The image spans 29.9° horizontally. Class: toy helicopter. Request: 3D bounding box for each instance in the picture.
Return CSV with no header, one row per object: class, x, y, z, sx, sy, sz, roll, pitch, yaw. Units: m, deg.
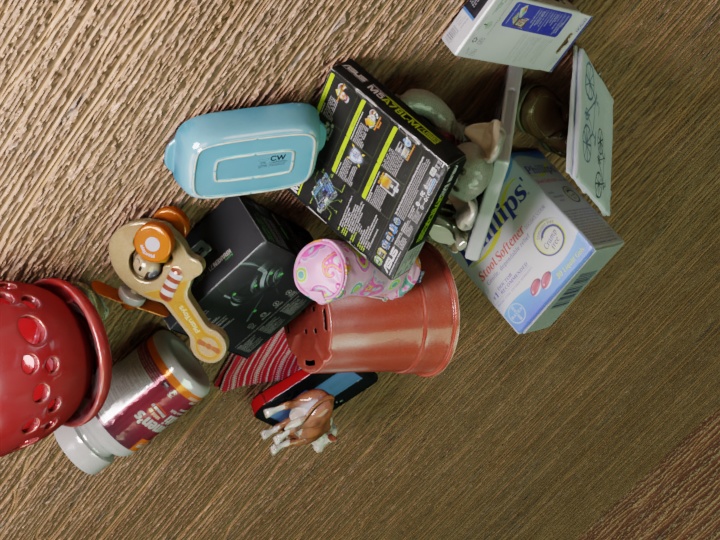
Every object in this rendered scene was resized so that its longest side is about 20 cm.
toy helicopter,-0.233,0.031,1.626,0.132,0.201,0.079,-30,-167,19

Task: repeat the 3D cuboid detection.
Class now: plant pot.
plant pot,-0.397,0.103,1.536,0.182,0.201,0.201,-15,146,-45
plant pot,0.006,0.062,1.914,0.194,0.201,0.201,-5,140,-29

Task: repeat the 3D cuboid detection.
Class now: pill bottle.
pill bottle,-0.310,0.180,1.824,0.200,0.110,0.110,-39,151,6

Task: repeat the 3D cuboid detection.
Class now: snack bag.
snack bag,0.323,-0.192,1.888,0.021,0.190,0.200,-2,166,23

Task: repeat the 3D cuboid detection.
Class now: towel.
towel,-0.113,0.121,2.034,0.199,0.023,0.145,-5,139,-42

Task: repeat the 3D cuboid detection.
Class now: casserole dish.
casserole dish,-0.129,-0.134,1.581,0.199,0.039,0.122,-10,141,-19

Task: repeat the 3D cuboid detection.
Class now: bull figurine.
bull figurine,-0.089,0.239,2.095,0.121,0.065,0.200,-22,156,-15

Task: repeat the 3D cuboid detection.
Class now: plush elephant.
plush elephant,0.096,-0.136,1.684,0.199,0.155,0.166,-10,124,-33

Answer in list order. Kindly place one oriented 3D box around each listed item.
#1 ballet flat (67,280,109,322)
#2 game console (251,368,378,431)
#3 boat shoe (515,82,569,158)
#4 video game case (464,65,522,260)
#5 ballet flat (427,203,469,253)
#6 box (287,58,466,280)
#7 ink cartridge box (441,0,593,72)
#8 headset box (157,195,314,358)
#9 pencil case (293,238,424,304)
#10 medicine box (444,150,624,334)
ballet flat,-0.348,0.069,1.684,0.065,0.070,0.201,-47,167,-42
game console,-0.071,0.195,2.141,0.176,0.031,0.200,-29,158,8
boat shoe,0.276,-0.207,1.886,0.200,0.068,0.072,20,97,-62
video game case,0.180,-0.143,1.813,0.023,0.183,0.201,13,141,0
ballet flat,0.111,-0.061,1.859,0.068,0.075,0.200,-48,150,14
box,0.013,-0.119,1.631,0.047,0.193,0.201,-29,154,-43
ink cartridge box,0.200,-0.308,1.707,0.199,0.039,0.100,2,134,-46
headset box,-0.158,0.009,1.745,0.174,0.093,0.200,-42,150,13
pencil case,0.000,0.000,1.747,0.088,0.088,0.200,-48,157,23
medicine box,0.246,-0.043,1.974,0.103,0.200,0.182,-10,144,-54
